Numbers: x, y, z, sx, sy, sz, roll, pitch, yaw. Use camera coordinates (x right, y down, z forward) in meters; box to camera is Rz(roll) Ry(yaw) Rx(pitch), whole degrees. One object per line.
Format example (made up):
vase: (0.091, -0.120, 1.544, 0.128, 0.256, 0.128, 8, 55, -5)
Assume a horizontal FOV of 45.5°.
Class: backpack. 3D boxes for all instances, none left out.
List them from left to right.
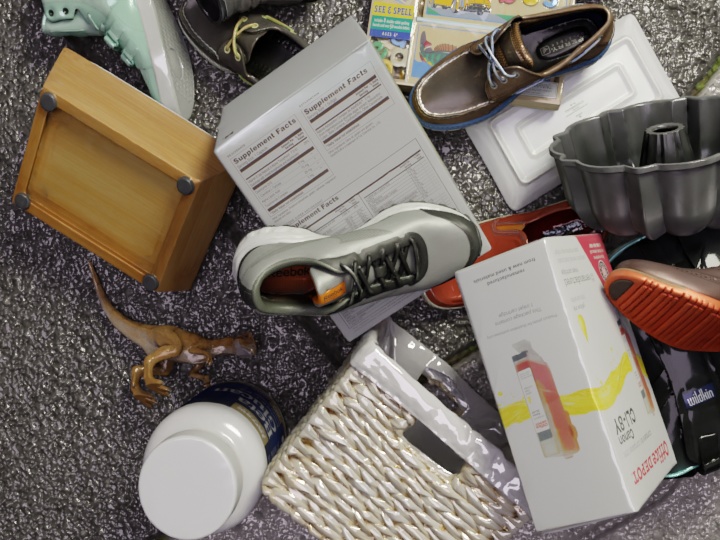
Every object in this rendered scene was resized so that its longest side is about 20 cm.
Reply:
backpack: (0.289, 0.060, 0.774, 0.173, 0.153, 0.204, -21, 91, 6)

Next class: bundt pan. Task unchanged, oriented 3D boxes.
bundt pan: (0.266, -0.087, 0.743, 0.197, 0.203, 0.077, -13, 111, 3)

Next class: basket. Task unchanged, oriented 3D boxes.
basket: (0.039, 0.168, 0.768, 0.197, 0.200, 0.162, 40, 95, 1)

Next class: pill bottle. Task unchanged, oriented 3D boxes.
pill bottle: (-0.132, 0.169, 0.774, 0.108, 0.200, 0.114, 0, 92, 3)

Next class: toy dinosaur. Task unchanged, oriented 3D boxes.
toy dinosaur: (-0.200, 0.074, 0.857, 0.196, 0.061, 0.108, 16, 55, 4)

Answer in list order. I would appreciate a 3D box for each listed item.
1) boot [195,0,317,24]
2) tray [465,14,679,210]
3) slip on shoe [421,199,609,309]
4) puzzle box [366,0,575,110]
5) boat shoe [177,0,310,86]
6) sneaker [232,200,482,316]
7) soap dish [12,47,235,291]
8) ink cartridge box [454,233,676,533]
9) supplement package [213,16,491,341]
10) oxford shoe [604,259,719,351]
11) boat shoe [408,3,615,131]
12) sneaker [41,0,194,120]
boot: (-0.114, -0.340, 0.799, 0.130, 0.069, 0.204, -18, 89, -30)
tray: (0.208, -0.155, 0.839, 0.198, 0.022, 0.109, -31, 91, 3)
slip on shoe: (0.147, -0.018, 0.826, 0.196, 0.061, 0.076, -20, 92, 5)
puzzle box: (0.105, -0.235, 0.829, 0.195, 0.025, 0.136, 8, 86, 7)
boat shoe: (-0.094, -0.214, 0.833, 0.199, 0.061, 0.073, 31, 92, 2)
sneaker: (0.000, 0.000, 0.660, 0.195, 0.080, 0.076, -10, 115, -4)
soap dish: (-0.225, -0.085, 0.808, 0.198, 0.081, 0.159, 31, 119, 1)
ink cartridge box: (0.166, 0.081, 0.676, 0.082, 0.144, 0.204, -21, 82, 31)
supplement package: (-0.009, -0.084, 0.750, 0.149, 0.152, 0.202, -32, 112, 7)
oxford shoe: (0.286, 0.023, 0.678, 0.196, 0.071, 0.074, 19, 63, -6)
boat shoe: (0.133, -0.193, 0.773, 0.197, 0.072, 0.073, -26, 83, 4)
sneaker: (-0.241, -0.225, 0.839, 0.116, 0.074, 0.204, -20, 93, 11)
